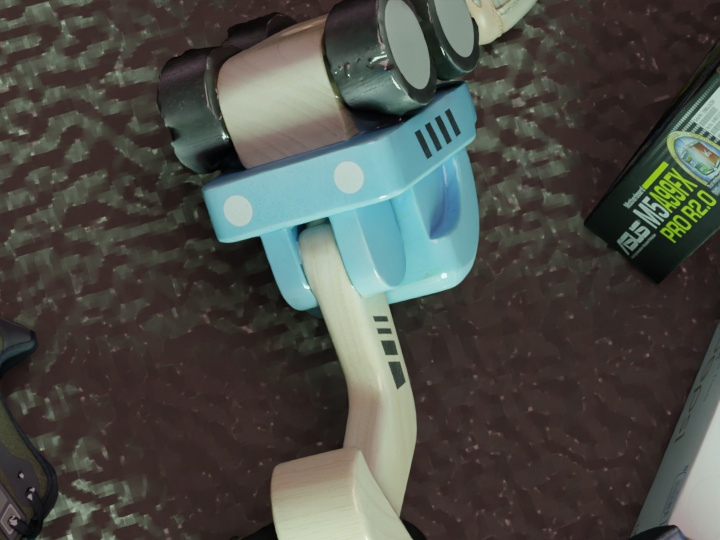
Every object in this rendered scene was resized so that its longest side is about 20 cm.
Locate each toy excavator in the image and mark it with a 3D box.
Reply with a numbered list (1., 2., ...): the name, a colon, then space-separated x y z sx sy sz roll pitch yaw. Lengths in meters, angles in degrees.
1. toy excavator: 0.000 0.000 0.869 0.099 0.194 0.201 -16 100 24

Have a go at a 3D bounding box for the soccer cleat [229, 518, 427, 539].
1. soccer cleat: -0.050 0.137 0.835 0.199 0.068 0.081 -8 34 -33

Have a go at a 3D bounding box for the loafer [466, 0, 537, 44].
1. loafer: -0.002 -0.176 0.957 0.199 0.072 0.063 37 80 -1

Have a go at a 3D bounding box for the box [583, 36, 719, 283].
1. box: 0.169 -0.091 0.891 0.044 0.200 0.161 36 73 2

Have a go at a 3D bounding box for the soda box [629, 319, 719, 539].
1. soda box: 0.182 0.036 0.931 0.068 0.064 0.201 26 73 -2

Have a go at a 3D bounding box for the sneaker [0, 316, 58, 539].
1. sneaker: -0.153 0.103 0.855 0.080 0.074 0.202 -1 77 -14

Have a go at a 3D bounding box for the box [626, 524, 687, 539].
1. box: 0.105 0.221 0.847 0.148 0.104 0.201 -34 83 -16
